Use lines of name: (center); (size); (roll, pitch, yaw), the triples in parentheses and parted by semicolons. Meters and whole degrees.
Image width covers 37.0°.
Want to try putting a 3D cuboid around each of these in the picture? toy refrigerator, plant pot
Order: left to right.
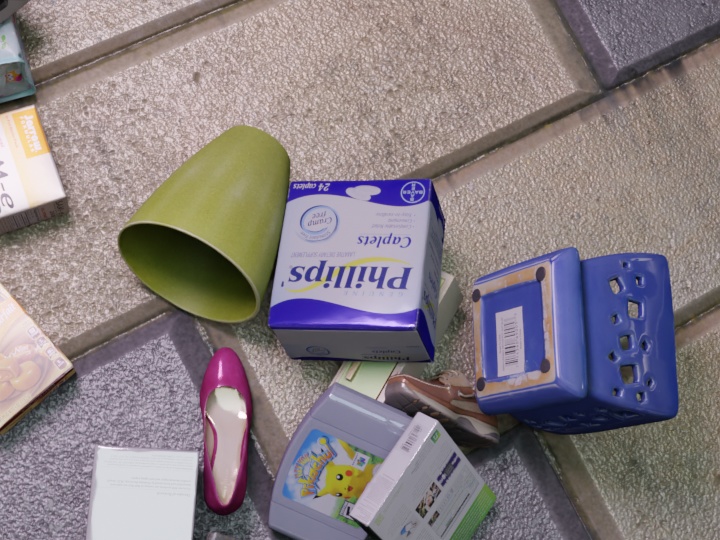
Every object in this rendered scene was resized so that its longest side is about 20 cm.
plant pot: (-0.165, -0.072, 1.311); (0.186, 0.187, 0.201); (28, 59, -4)
toy refrigerator: (0.045, 0.089, 1.344); (0.075, 0.070, 0.201); (23, 72, 27)
plant pot: (0.245, 0.085, 1.296); (0.178, 0.199, 0.202); (10, 72, -34)

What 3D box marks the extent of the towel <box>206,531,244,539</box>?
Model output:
towel: (-0.135, 0.405, 1.213); (0.200, 0.034, 0.194); (35, 62, -48)

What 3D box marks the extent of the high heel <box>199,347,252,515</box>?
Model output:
high heel: (-0.161, 0.187, 1.280); (0.067, 0.096, 0.202); (7, 76, -9)

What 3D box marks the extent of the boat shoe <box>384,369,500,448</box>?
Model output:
boat shoe: (0.101, 0.159, 1.322); (0.199, 0.075, 0.073); (32, 57, -44)

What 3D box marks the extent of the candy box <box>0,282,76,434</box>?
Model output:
candy box: (-0.445, 0.080, 1.270); (0.115, 0.055, 0.200); (-42, 88, -17)

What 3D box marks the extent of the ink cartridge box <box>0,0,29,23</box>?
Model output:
ink cartridge box: (-0.484, -0.329, 1.219); (0.144, 0.084, 0.200); (44, 69, 3)

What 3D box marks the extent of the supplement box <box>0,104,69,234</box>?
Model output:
supplement box: (-0.467, -0.106, 1.299); (0.198, 0.074, 0.127); (-20, 82, -15)

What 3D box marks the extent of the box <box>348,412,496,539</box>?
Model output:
box: (0.079, 0.278, 1.274); (0.145, 0.036, 0.200); (-53, 135, -17)

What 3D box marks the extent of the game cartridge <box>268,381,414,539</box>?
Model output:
game cartridge: (-0.029, 0.240, 1.279); (0.132, 0.040, 0.202); (24, 104, -1)

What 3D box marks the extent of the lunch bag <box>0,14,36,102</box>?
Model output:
lunch bag: (-0.518, -0.281, 1.306); (0.198, 0.122, 0.172); (-16, 78, -10)

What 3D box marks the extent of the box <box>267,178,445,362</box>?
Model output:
box: (0.000, 0.000, 1.302); (0.182, 0.105, 0.202); (0, 64, 14)

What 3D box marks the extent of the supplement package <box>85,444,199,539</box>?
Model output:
supplement package: (-0.250, 0.306, 1.223); (0.118, 0.121, 0.202); (5, 76, -9)
